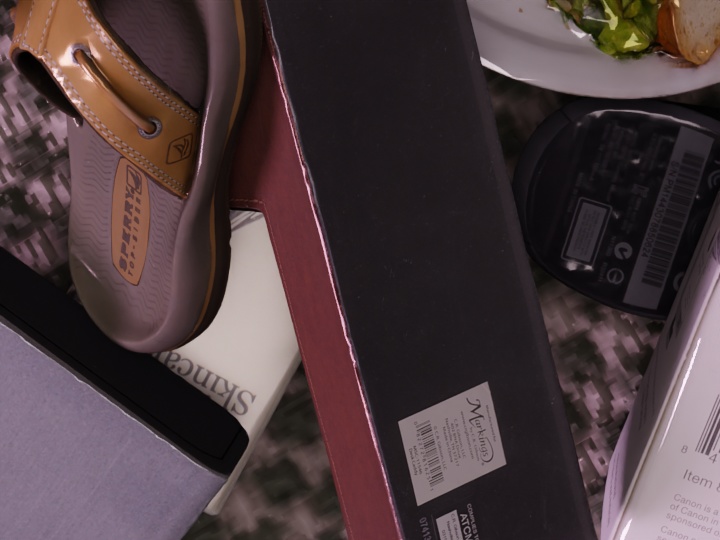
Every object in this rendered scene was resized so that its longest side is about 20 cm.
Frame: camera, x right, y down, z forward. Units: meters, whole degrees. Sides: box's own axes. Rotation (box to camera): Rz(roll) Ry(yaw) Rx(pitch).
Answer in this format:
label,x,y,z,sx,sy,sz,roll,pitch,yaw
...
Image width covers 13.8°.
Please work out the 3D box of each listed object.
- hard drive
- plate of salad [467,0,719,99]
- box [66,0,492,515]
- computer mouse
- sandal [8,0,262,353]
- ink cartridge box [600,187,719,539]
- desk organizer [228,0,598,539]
label,x,y,z,sx,sy,sz,roll,pitch,yaw
hard drive,-0.143,0.082,0.960,0.139,0.033,0.200,36,124,-3
plate of salad,0.072,-0.151,0.937,0.199,0.048,0.201,5,70,-14
box,-0.033,-0.028,0.973,0.082,0.068,0.201,27,95,-4
computer mouse,0.143,0.015,0.995,0.199,0.046,0.141,12,112,2
sandal,-0.073,-0.056,0.849,0.054,0.082,0.201,-22,138,-31
ink cartridge box,0.175,0.017,0.921,0.146,0.083,0.201,19,113,-1
desk organizer,0.000,0.000,0.894,0.071,0.077,0.201,-24,106,-33
